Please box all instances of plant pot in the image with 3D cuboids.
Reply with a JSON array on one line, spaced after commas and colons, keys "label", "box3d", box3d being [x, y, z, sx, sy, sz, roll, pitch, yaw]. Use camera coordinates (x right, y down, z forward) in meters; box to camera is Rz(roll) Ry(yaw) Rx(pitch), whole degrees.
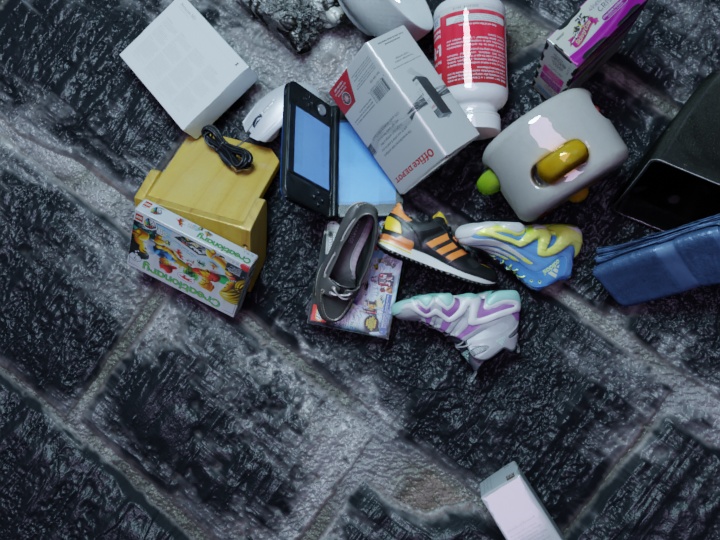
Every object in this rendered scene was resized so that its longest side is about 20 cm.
[{"label": "plant pot", "box3d": [0.504, -0.154, 0.984, 0.200, 0.200, 0.178, 24, 78, 10]}]

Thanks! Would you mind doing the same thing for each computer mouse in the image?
[{"label": "computer mouse", "box3d": [-0.157, -0.251, 1.141, 0.200, 0.044, 0.110, -40, 62, -8]}]

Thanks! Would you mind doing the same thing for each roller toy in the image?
[{"label": "roller toy", "box3d": [0.286, -0.161, 1.013, 0.182, 0.200, 0.140, -29, 83, -27]}]

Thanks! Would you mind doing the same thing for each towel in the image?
[{"label": "towel", "box3d": [0.444, -0.012, 0.991, 0.200, 0.049, 0.112, -22, 127, 37]}]

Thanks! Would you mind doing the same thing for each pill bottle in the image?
[{"label": "pill bottle", "box3d": [0.171, -0.309, 1.079, 0.112, 0.112, 0.200, -2, 86, 9]}]

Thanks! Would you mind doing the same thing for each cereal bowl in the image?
[{"label": "cereal bowl", "box3d": [0.021, -0.428, 1.078, 0.083, 0.200, 0.200, -31, 82, 29]}]

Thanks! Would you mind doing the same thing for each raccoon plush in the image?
[{"label": "raccoon plush", "box3d": [-0.107, -0.457, 1.149, 0.200, 0.097, 0.134, 44, 86, 9]}]

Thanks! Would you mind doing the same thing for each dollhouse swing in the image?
[{"label": "dollhouse swing", "box3d": [-0.241, -0.102, 1.174, 0.200, 0.176, 0.182, 15, 130, 10]}]

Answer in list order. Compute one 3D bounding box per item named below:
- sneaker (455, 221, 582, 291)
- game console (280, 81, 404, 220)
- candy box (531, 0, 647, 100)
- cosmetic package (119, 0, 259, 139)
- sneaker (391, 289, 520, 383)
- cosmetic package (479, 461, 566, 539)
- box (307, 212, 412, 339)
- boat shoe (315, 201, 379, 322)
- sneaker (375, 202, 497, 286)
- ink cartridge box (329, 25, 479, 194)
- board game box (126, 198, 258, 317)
[{"label": "sneaker", "box3d": [0.240, -0.020, 1.053, 0.200, 0.076, 0.105, 1, 94, -8]}, {"label": "game console", "box3d": [-0.026, -0.190, 1.086, 0.118, 0.171, 0.200, -13, 68, 34]}, {"label": "candy box", "box3d": [0.325, -0.326, 1.010, 0.136, 0.200, 0.061, -44, 82, 3]}, {"label": "cosmetic package", "box3d": [-0.289, -0.344, 1.176, 0.151, 0.052, 0.200, -43, 73, 7]}, {"label": "sneaker", "box3d": [0.150, 0.103, 1.070, 0.200, 0.078, 0.140, -3, 88, 3]}, {"label": "cosmetic package", "box3d": [0.257, 0.393, 1.028, 0.074, 0.102, 0.200, -34, 81, 5]}, {"label": "box", "box3d": [0.000, 0.000, 1.125, 0.137, 0.040, 0.200, 10, 88, 11]}, {"label": "boat shoe", "box3d": [-0.022, -0.007, 1.056, 0.067, 0.057, 0.200, 15, 104, -14]}, {"label": "sneaker", "box3d": [0.129, -0.040, 1.072, 0.200, 0.070, 0.090, 19, 88, -9]}, {"label": "ink cartridge box", "box3d": [0.063, -0.235, 1.048, 0.084, 0.144, 0.200, -34, 90, -30]}, {"label": "board game box", "box3d": [-0.271, -0.017, 1.113, 0.200, 0.035, 0.126, 27, 132, 1]}]
